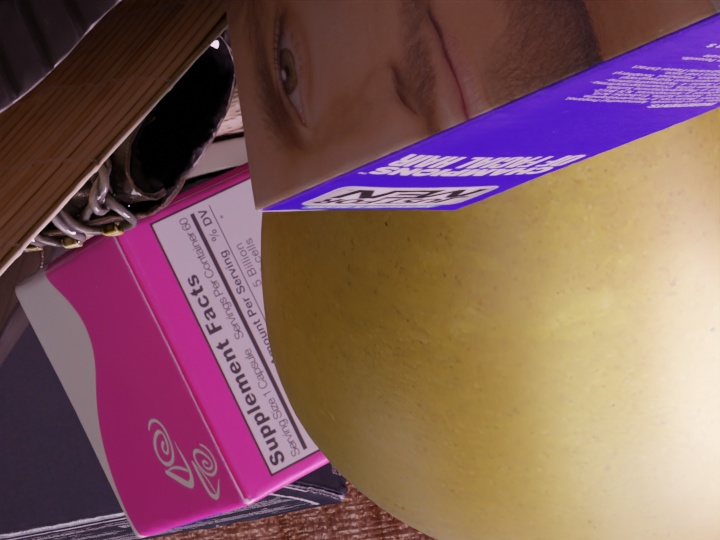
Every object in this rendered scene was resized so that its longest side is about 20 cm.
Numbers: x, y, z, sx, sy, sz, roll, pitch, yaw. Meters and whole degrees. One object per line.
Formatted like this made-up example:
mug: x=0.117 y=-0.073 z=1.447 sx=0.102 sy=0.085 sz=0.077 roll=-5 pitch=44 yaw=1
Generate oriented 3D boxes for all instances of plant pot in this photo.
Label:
plant pot: x=0.060 y=-0.039 z=0.782 sx=0.200 sy=0.200 sz=0.142 roll=-9 pitch=147 yaw=4

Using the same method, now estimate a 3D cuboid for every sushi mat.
sushi mat: x=-0.110 y=-0.023 z=0.803 sx=0.096 sy=0.012 sz=0.200 roll=-10 pitch=-151 yaw=37

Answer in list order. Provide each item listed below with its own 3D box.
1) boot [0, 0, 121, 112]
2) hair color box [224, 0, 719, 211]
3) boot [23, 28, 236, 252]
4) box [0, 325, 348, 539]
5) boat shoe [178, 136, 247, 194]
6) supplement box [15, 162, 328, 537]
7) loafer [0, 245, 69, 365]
boot: x=-0.106 y=-0.062 z=0.612 sx=0.200 sy=0.078 sz=0.138 roll=-24 pitch=-175 yaw=-30
hair color box: x=0.044 y=-0.086 z=0.611 sx=0.065 sy=0.109 sz=0.200 roll=-3 pitch=169 yaw=-33
boot: x=-0.138 y=-0.014 z=0.884 sx=0.174 sy=0.069 sz=0.200 roll=-11 pitch=-150 yaw=35
box: x=-0.127 y=0.078 z=1.489 sx=0.200 sy=0.123 sz=0.198 roll=-11 pitch=172 yaw=8
boat shoe: x=0.013 y=-0.030 z=1.117 sx=0.200 sy=0.062 sz=0.075 roll=-10 pitch=170 yaw=8
supplement box: x=0.000 y=0.000 z=0.968 sx=0.200 sy=0.103 sz=0.101 roll=-25 pitch=-179 yaw=-27
loafer: x=-0.171 y=0.030 z=1.018 sx=0.073 sy=0.200 sz=0.071 roll=13 pitch=153 yaw=18
